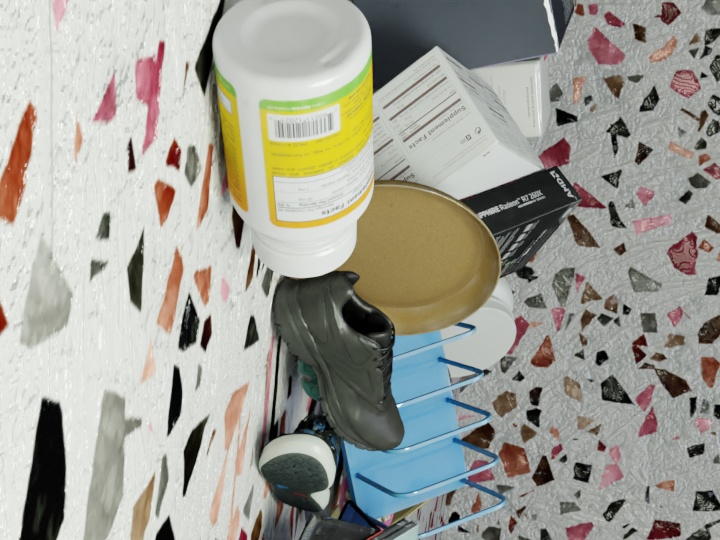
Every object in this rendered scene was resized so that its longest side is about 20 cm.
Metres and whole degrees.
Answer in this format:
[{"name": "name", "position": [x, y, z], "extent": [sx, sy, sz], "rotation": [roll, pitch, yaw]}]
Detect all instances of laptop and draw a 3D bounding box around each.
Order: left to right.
[{"name": "laptop", "position": [-0.064, 0.314, 1.443], "extent": [0.199, 0.103, 0.179], "rotation": [27, 88, -55]}]

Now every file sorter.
[{"name": "file sorter", "position": [0.061, 0.162, 1.516], "extent": [0.122, 0.137, 0.203], "rotation": [13, -64, 64]}]

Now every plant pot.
[{"name": "plant pot", "position": [0.029, -0.015, 1.318], "extent": [0.201, 0.197, 0.028], "rotation": [88, 5, -48]}]

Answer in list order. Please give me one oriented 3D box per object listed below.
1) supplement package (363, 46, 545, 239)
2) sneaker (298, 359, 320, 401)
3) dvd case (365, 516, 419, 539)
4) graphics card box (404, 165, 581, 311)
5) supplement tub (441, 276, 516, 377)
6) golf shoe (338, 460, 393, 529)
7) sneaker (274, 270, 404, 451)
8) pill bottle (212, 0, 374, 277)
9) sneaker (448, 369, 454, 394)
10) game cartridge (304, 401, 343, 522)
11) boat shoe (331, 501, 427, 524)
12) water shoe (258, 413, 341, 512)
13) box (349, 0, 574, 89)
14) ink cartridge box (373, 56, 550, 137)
[{"name": "supplement package", "position": [0.070, -0.109, 1.412], "extent": [0.112, 0.155, 0.200], "rotation": [58, 15, 15]}, {"name": "sneaker", "position": [-0.029, 0.030, 1.448], "extent": [0.091, 0.077, 0.203], "rotation": [145, -42, -80]}, {"name": "dvd case", "position": [-0.020, 0.339, 1.408], "extent": [0.199, 0.022, 0.148], "rotation": [-20, 125, -44]}, {"name": "graphics card box", "position": [0.118, -0.028, 1.441], "extent": [0.199, 0.051, 0.126], "rotation": [-20, 156, -41]}, {"name": "supplement tub", "position": [0.103, 0.014, 1.766], "extent": [0.145, 0.142, 0.201], "rotation": [88, -13, -48]}, {"name": "golf shoe", "position": [0.010, 0.188, 1.617], "extent": [0.092, 0.074, 0.203], "rotation": [-154, -106, -85]}, {"name": "sneaker", "position": [-0.001, 0.085, 1.333], "extent": [0.201, 0.090, 0.076], "rotation": [59, 27, -28]}, {"name": "pill bottle", "position": [-0.045, -0.093, 1.055], "extent": [0.202, 0.109, 0.112], "rotation": [88, 13, -47]}, {"name": "sneaker", "position": [0.044, 0.197, 1.675], "extent": [0.106, 0.074, 0.203], "rotation": [2, -96, 55]}, {"name": "game cartridge", "position": [-0.033, 0.169, 1.609], "extent": [0.130, 0.038, 0.202], "rotation": [93, 10, -51]}, {"name": "boat shoe", "position": [0.022, 0.292, 1.748], "extent": [0.200, 0.062, 0.074], "rotation": [-41, 148, -30]}, {"name": "water shoe", "position": [-0.053, 0.168, 1.368], "extent": [0.200, 0.071, 0.080], "rotation": [101, 4, -69]}, {"name": "box", "position": [0.108, -0.282, 1.495], "extent": [0.199, 0.197, 0.125], "rotation": [-58, 136, -65]}, {"name": "ink cartridge box", "position": [0.103, -0.189, 1.583], "extent": [0.146, 0.197, 0.086], "rotation": [-52, 139, -72]}]
